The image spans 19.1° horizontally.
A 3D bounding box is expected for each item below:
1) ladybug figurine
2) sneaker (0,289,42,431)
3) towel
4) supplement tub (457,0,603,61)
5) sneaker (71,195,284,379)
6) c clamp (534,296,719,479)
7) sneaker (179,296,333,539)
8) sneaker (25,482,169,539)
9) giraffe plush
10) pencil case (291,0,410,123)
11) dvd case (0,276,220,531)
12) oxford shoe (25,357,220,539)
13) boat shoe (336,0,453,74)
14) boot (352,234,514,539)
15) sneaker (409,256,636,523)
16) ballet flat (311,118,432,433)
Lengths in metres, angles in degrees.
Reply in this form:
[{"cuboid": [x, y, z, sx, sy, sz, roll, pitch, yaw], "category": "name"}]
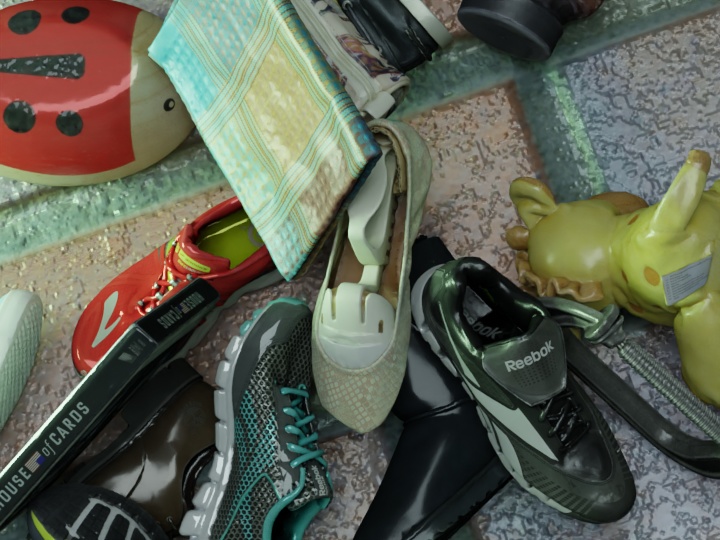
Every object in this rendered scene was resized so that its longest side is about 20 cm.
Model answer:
[{"cuboid": [-0.208, -0.129, 1.483, 0.198, 0.072, 0.137, -3, 77, 5], "category": "ladybug figurine"}, {"cuboid": [-0.285, 0.094, 1.438, 0.082, 0.074, 0.201, 24, 79, 8], "category": "sneaker"}, {"cuboid": [-0.066, -0.111, 1.364, 0.022, 0.147, 0.201, -17, 65, -34], "category": "towel"}, {"cuboid": [0.138, -0.246, 1.457, 0.106, 0.107, 0.201, 24, 80, 11], "category": "supplement tub"}, {"cuboid": [-0.118, 0.000, 1.436, 0.200, 0.085, 0.077, -38, 74, -4], "category": "sneaker"}, {"cuboid": [0.191, 0.078, 1.334, 0.200, 0.171, 0.027, 40, 78, -4], "category": "c clamp"}, {"cuboid": [-0.050, 0.120, 1.385, 0.091, 0.077, 0.201, 15, 95, 35], "category": "sneaker"}, {"cuboid": [-0.142, 0.218, 1.360, 0.200, 0.074, 0.081, 46, 125, -10], "category": "sneaker"}, {"cuboid": [0.182, -0.001, 1.383, 0.161, 0.199, 0.174, 3, 89, 41], "category": "giraffe plush"}, {"cuboid": [-0.048, -0.165, 1.420, 0.078, 0.090, 0.200, -35, 78, -11], "category": "pencil case"}, {"cuboid": [-0.177, 0.094, 1.357, 0.025, 0.150, 0.200, 42, 106, 1], "category": "dvd case"}, {"cuboid": [-0.154, 0.158, 1.410, 0.084, 0.073, 0.200, 40, 84, 10], "category": "oxford shoe"}, {"cuboid": [-0.024, -0.204, 1.481, 0.066, 0.074, 0.199, -46, 75, 4], "category": "boat shoe"}, {"cuboid": [0.024, 0.092, 1.402, 0.200, 0.076, 0.168, -42, 80, -12], "category": "boot"}, {"cuboid": [0.104, 0.071, 1.331, 0.066, 0.091, 0.200, -34, 81, -16], "category": "sneaker"}, {"cuboid": [0.000, 0.000, 1.353, 0.067, 0.062, 0.201, 4, 79, 19], "category": "ballet flat"}]
